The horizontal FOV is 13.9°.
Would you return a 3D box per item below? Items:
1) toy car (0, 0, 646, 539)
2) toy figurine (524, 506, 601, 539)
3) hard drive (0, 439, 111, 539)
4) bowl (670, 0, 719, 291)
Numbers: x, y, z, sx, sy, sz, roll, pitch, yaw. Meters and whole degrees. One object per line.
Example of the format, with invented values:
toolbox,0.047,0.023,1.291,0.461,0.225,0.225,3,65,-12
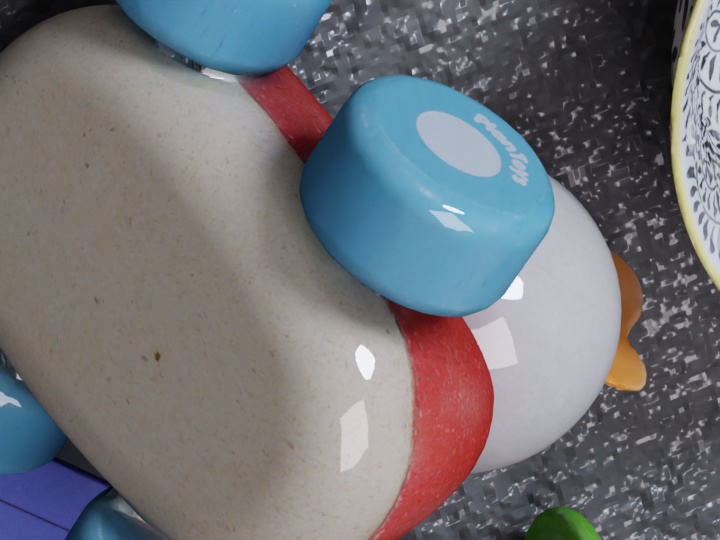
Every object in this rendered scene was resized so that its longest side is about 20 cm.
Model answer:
toy car,0.000,0.000,0.845,0.200,0.177,0.184,-6,137,-49
toy figurine,-0.010,0.182,0.919,0.184,0.150,0.200,-5,95,-19
hard drive,-0.123,0.146,0.927,0.132,0.025,0.200,28,105,-29
bowl,0.167,-0.076,0.872,0.201,0.094,0.201,-8,118,-15
